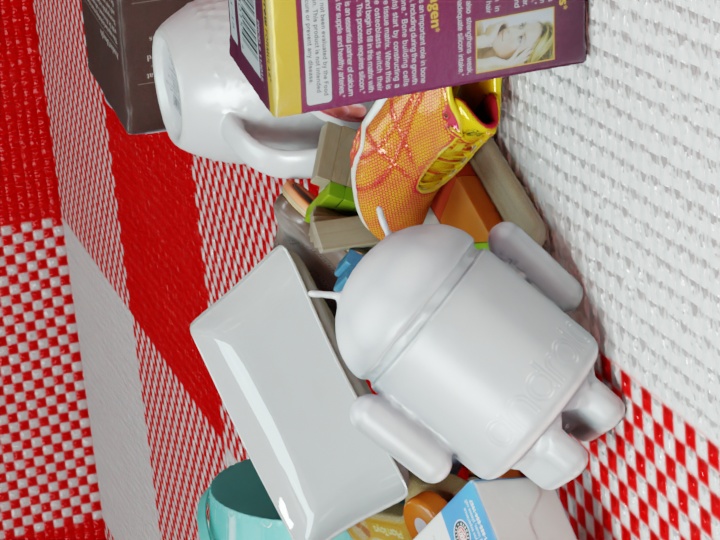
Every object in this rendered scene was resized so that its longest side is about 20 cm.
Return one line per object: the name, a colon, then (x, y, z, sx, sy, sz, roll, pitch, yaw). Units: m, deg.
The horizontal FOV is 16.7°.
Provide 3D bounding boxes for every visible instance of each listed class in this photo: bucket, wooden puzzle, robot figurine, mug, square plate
bucket: (-0.034, 0.233, 1.971, 0.207, 0.207, 0.135, -142, 48, -68)
wooden puzzle: (0.058, -0.018, 1.686, 0.200, 0.037, 0.185, -113, 31, -42)
robot figurine: (0.067, 0.049, 1.515, 0.200, 0.170, 0.113, 39, 157, 0)
mug: (-0.052, -0.135, 1.811, 0.200, 0.175, 0.148, -117, 22, -47)
square plate: (-0.042, 0.096, 1.799, 0.200, 0.028, 0.198, 63, 149, 7)

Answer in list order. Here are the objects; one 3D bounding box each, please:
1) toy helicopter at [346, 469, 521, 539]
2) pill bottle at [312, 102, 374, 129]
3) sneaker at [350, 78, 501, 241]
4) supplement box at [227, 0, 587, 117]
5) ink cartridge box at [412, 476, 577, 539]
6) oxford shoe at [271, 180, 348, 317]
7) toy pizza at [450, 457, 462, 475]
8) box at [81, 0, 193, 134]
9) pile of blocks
toy helicopter: (0.052, 0.199, 1.785, 0.200, 0.079, 0.132, 5, 120, 57)
pill bottle: (0.012, -0.185, 1.663, 0.200, 0.110, 0.111, 115, 142, -66)
sneaker: (0.048, -0.092, 1.596, 0.077, 0.073, 0.200, 47, 134, 33)
supplement box: (0.026, -0.182, 1.436, 0.103, 0.200, 0.131, -124, 27, -57)
ink cartridge box: (0.068, 0.232, 1.579, 0.200, 0.067, 0.116, -51, 51, 43)
oxford shoe: (-0.037, -0.001, 1.805, 0.071, 0.073, 0.200, 46, 173, 25)
toy pizza: (0.055, 0.058, 1.824, 0.200, 0.032, 0.201, 172, 90, -74)
box: (-0.150, -0.249, 2.119, 0.166, 0.164, 0.200, -126, 29, -57)
pile of blocks: (0.000, 0.000, 1.682, 0.062, 0.082, 0.200, -46, 54, 57)
